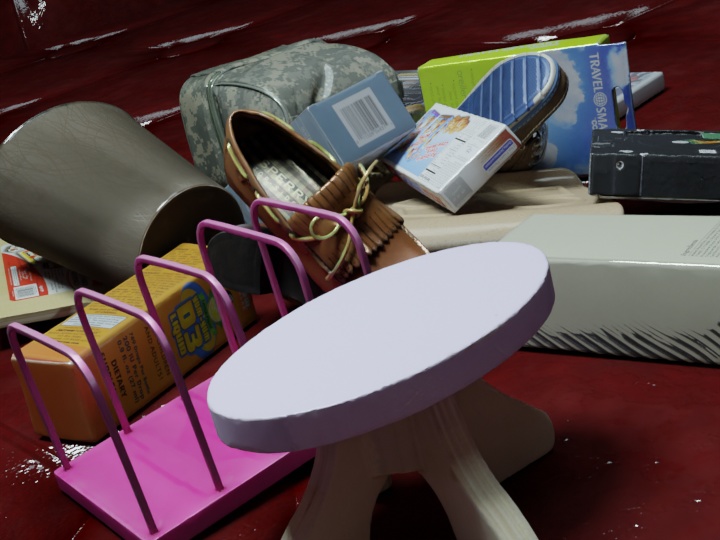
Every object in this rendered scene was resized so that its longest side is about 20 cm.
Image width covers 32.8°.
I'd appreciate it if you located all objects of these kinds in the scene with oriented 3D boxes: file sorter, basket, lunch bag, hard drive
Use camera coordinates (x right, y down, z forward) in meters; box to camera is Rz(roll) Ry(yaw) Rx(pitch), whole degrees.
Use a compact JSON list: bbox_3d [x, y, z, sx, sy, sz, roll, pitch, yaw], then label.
[{"bbox_3d":[-0.095,0.052,0.756,0.198,0.127,0.138,-30,25,-29],"label":"file sorter"},{"bbox_3d":[-0.202,-0.052,1.069,0.179,0.138,0.199,-25,38,-38],"label":"basket"},{"bbox_3d":[-0.069,-0.163,1.289,0.166,0.142,0.199,-1,18,46],"label":"lunch bag"},{"bbox_3d":[0.275,-0.081,0.940,0.196,0.039,0.140,2,15,11],"label":"hard drive"}]

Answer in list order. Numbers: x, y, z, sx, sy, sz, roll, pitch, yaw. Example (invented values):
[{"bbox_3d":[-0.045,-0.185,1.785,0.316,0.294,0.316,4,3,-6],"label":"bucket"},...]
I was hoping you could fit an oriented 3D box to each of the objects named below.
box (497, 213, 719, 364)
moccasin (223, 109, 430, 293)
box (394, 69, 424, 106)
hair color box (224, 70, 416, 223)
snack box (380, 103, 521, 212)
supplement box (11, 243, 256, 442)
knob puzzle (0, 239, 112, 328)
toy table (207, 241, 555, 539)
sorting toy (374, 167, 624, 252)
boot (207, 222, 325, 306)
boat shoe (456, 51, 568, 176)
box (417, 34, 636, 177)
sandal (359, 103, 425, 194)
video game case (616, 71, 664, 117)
[{"bbox_3d":[0.183,0.009,0.787,0.198,0.069,0.082,3,25,39],"label":"box"},{"bbox_3d":[-0.019,-0.041,0.823,0.073,0.078,0.202,-36,63,-13],"label":"moccasin"},{"bbox_3d":[0.039,-0.190,1.432,0.198,0.049,0.158,6,27,42],"label":"box"},{"bbox_3d":[-0.049,-0.089,1.079,0.099,0.061,0.200,-32,-3,-40],"label":"hair color box"},{"bbox_3d":[0.068,-0.095,0.987,0.072,0.024,0.200,-46,17,1],"label":"snack box"},{"bbox_3d":[-0.162,0.048,0.913,0.068,0.068,0.200,0,25,32],"label":"supplement box"},{"bbox_3d":[-0.252,0.001,1.143,0.215,0.031,0.220,-3,26,1],"label":"knob puzzle"},{"bbox_3d":[0.025,0.079,0.637,0.197,0.119,0.184,-21,22,-17],"label":"toy table"},{"bbox_3d":[0.102,-0.043,0.975,0.182,0.037,0.200,-5,14,1],"label":"sorting toy"},{"bbox_3d":[0.000,0.000,0.960,0.185,0.070,0.200,10,11,21],"label":"boot"},{"bbox_3d":[0.125,-0.123,1.071,0.071,0.073,0.199,20,-27,-24],"label":"boat shoe"},{"bbox_3d":[0.158,-0.144,1.127,0.197,0.124,0.048,-3,20,26],"label":"box"},{"bbox_3d":[-0.001,-0.085,1.173,0.077,0.071,0.210,-17,-6,-46],"label":"sandal"},{"bbox_3d":[0.202,-0.174,1.322,0.180,0.023,0.199,6,28,43],"label":"video game case"}]
